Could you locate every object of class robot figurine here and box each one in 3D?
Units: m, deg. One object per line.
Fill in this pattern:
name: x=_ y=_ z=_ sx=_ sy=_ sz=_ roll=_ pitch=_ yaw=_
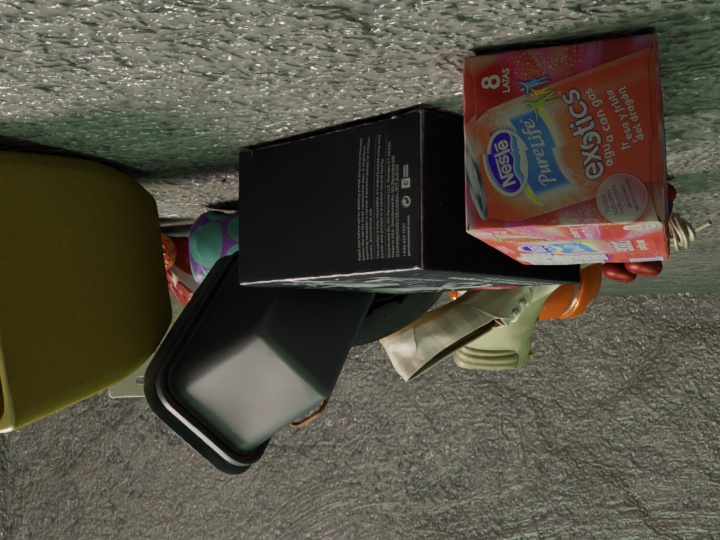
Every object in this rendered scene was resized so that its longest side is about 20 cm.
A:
robot figurine: x=0.204 y=0.001 z=1.153 sx=0.197 sy=0.145 sz=0.117 roll=1 pitch=-150 yaw=-17

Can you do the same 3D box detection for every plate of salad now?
plate of salad: x=0.000 y=0.000 z=0.988 sx=0.198 sy=0.201 sz=0.048 roll=-3 pitch=133 yaw=25

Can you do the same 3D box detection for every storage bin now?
storage bin: x=-0.064 y=0.058 z=0.819 sx=0.146 sy=0.201 sz=0.134 roll=45 pitch=130 yaw=-17

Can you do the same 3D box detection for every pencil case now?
pencil case: x=-0.081 y=-0.027 z=0.961 sx=0.198 sy=0.093 sz=0.086 roll=-4 pitch=131 yaw=36

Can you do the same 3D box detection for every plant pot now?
plant pot: x=-0.268 y=0.006 z=0.783 sx=0.192 sy=0.198 sz=0.199 roll=-5 pitch=-174 yaw=37

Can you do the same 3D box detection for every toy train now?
toy train: x=0.226 y=-0.047 z=0.873 sx=0.114 sy=0.086 sz=0.200 roll=13 pitch=175 yaw=-1

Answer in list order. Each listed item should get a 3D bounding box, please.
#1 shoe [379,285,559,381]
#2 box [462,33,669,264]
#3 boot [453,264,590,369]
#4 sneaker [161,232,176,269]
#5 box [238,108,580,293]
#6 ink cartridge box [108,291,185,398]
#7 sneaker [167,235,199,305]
shoe: x=0.117 y=0.048 z=0.954 sx=0.198 sy=0.054 sz=0.070 roll=-26 pitch=156 yaw=6
box: x=0.128 y=-0.059 z=0.567 sx=0.101 sy=0.096 sz=0.200 roll=-3 pitch=174 yaw=19
boot: x=0.193 y=0.025 z=1.056 sx=0.198 sy=0.157 sz=0.073 roll=-17 pitch=-141 yaw=-18
sneaker: x=-0.292 y=-0.027 z=1.132 sx=0.198 sy=0.074 sz=0.077 roll=-1 pitch=-161 yaw=30
box: x=0.039 y=-0.039 z=0.725 sx=0.181 sy=0.106 sz=0.199 roll=-4 pitch=174 yaw=43
ink cartridge box: x=-0.283 y=0.061 z=1.243 sx=0.116 sy=0.203 sz=0.067 roll=3 pitch=174 yaw=-34
sneaker: x=-0.176 y=-0.013 z=1.147 sx=0.115 sy=0.079 sz=0.200 roll=-36 pitch=-138 yaw=-15
